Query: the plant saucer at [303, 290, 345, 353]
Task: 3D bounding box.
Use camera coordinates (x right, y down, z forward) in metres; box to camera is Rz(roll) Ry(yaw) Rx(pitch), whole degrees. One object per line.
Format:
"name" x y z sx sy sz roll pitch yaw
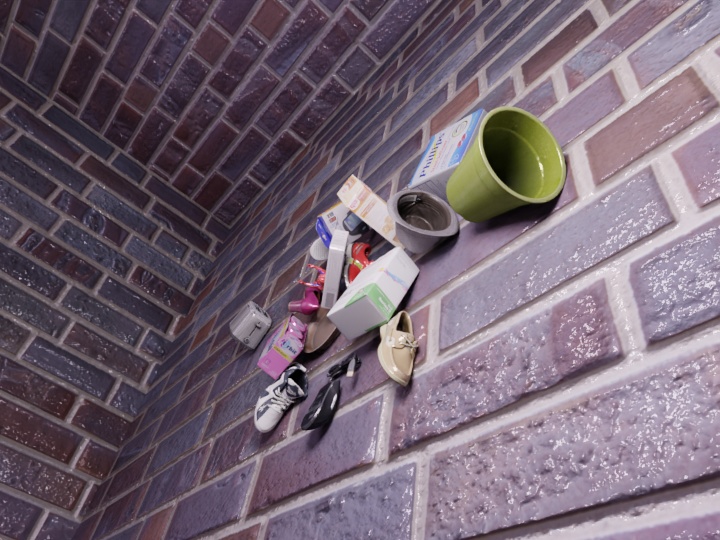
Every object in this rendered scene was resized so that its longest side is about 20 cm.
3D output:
"plant saucer" -0.093 0.148 1.520 0.200 0.032 0.201 -43 24 24

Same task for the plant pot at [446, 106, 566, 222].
"plant pot" 0.272 -0.188 1.095 0.201 0.199 0.190 -65 11 -27

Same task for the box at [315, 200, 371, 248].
"box" -0.038 -0.149 1.633 0.199 0.120 0.041 -36 15 -26

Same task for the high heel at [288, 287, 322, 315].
"high heel" -0.132 0.093 1.631 0.095 0.068 0.200 -1 15 20

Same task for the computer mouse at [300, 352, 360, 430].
"computer mouse" -0.055 0.279 1.234 0.140 0.046 0.201 -41 13 40

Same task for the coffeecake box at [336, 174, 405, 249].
"coffeecake box" 0.043 -0.156 1.460 0.073 0.199 0.154 -50 22 9

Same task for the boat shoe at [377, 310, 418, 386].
"boat shoe" 0.081 0.152 1.104 0.065 0.072 0.201 -46 17 21

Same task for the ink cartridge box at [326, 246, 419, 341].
"ink cartridge box" 0.033 0.052 1.264 0.145 0.088 0.200 -32 15 42

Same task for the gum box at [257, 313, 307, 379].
"gum box" -0.210 0.203 1.501 0.114 0.066 0.200 -48 9 8

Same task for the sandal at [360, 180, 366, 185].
"sandal" 0.015 -0.244 1.859 0.080 0.059 0.207 -62 38 24

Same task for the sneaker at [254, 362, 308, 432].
"sneaker" -0.199 0.326 1.406 0.200 0.079 0.129 -53 11 -24

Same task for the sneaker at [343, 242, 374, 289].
"sneaker" 0.000 0.000 1.498 0.084 0.077 0.202 -6 54 10

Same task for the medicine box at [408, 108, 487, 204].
"medicine box" 0.241 -0.271 1.355 0.199 0.103 0.183 -16 43 56

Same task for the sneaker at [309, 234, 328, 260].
"sneaker" -0.091 -0.098 1.787 0.200 0.076 0.104 -38 14 -19

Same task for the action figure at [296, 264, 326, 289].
"action figure" -0.143 0.018 1.664 0.200 0.098 0.066 -171 102 -80

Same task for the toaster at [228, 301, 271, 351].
"toaster" -0.402 0.198 1.985 0.130 0.113 0.200 -51 19 -3

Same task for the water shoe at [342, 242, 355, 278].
"water shoe" -0.047 -0.020 1.653 0.201 0.071 0.079 -82 13 -57

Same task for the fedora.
"fedora" 0.139 -0.106 1.290 0.201 0.175 0.091 -98 18 -50

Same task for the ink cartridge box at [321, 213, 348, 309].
"ink cartridge box" -0.066 -0.025 1.487 0.177 0.044 0.202 -81 2 -54
